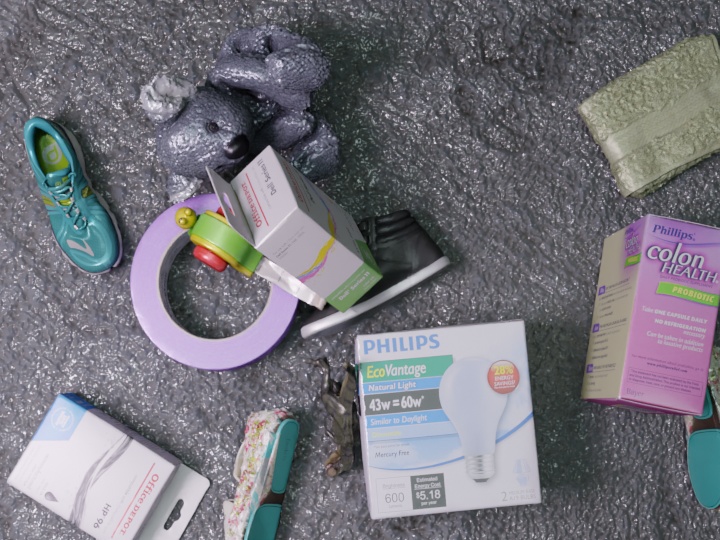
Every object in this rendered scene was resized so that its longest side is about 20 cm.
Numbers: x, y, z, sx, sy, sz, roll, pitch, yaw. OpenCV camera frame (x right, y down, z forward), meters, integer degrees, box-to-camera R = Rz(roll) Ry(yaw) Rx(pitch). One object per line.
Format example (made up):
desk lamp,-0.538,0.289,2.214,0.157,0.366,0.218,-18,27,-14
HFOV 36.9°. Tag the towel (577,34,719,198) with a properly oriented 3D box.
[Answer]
towel,0.378,-0.192,1.327,0.197,0.037,0.150,-28,84,-5

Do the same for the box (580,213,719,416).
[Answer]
box,0.330,0.057,1.226,0.095,0.176,0.204,10,83,-1

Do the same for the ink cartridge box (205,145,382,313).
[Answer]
ink cartridge box,-0.071,-0.053,1.174,0.067,0.199,0.118,-40,45,13

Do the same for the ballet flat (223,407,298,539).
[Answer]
ballet flat,-0.122,0.256,1.243,0.063,0.075,0.204,9,77,33

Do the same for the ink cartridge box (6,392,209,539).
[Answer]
ink cartridge box,-0.285,0.241,1.237,0.198,0.068,0.117,31,84,1

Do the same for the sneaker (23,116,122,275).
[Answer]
sneaker,-0.346,-0.087,1.266,0.077,0.080,0.203,-27,86,-5

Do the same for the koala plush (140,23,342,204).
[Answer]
koala plush,-0.150,-0.170,1.219,0.199,0.179,0.183,-34,48,-23

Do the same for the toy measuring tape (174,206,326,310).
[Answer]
toy measuring tape,-0.123,-0.016,1.207,0.198,0.074,0.074,31,83,2

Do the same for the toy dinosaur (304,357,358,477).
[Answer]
toy dinosaur,-0.026,0.147,1.231,0.047,0.203,0.089,-15,45,-18

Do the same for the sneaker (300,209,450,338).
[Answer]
sneaker,0.000,0.000,1.277,0.198,0.071,0.100,-30,83,-11

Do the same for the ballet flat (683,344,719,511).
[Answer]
ballet flat,0.418,0.177,1.274,0.063,0.075,0.204,-8,89,-37

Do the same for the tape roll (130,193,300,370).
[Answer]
tape roll,-0.168,0.015,1.269,0.196,0.066,0.205,0,84,-3

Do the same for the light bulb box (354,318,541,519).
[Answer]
light bulb box,0.095,0.166,1.231,0.194,0.125,0.205,-6,85,-3
